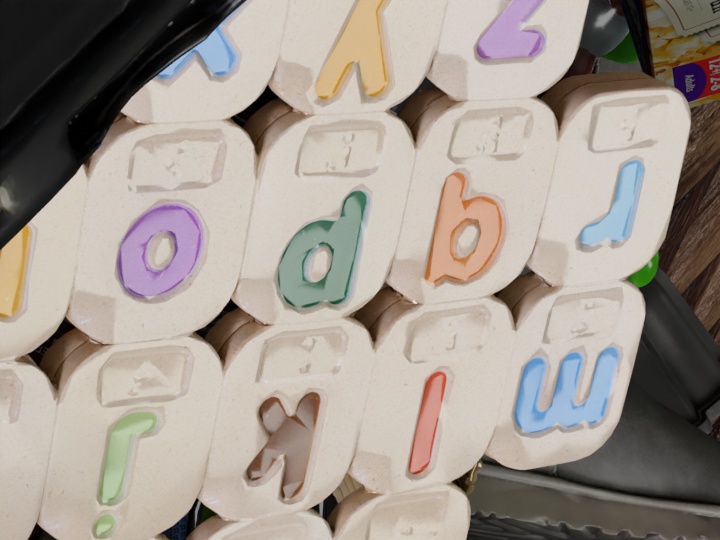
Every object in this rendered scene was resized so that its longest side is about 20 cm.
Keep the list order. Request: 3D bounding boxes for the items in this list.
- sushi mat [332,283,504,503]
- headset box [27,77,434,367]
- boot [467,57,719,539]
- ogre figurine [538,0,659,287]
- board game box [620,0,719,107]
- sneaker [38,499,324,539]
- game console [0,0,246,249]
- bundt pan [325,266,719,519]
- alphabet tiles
[{"bbox_3d":[0.000,0.000,0.722,0.096,0.012,0.200,-63,-150,25],"label":"sushi mat"},{"bbox_3d":[-0.037,-0.045,0.632,0.200,0.075,0.149,-61,167,4],"label":"headset box"},{"bbox_3d":[0.078,-0.008,0.858,0.182,0.072,0.201,15,70,-37],"label":"boot"},{"bbox_3d":[0.068,-0.079,0.748,0.098,0.120,0.200,8,127,-39],"label":"ogre figurine"},{"bbox_3d":[0.064,-0.147,0.612,0.046,0.152,0.200,-16,158,3],"label":"board game box"},{"bbox_3d":[-0.060,0.107,0.806,0.078,0.089,0.200,-1,121,-41],"label":"sneaker"},{"bbox_3d":[-0.075,-0.073,0.402,0.200,0.176,0.117,-49,125,-38],"label":"game console"},{"bbox_3d":[0.038,0.053,0.982,0.202,0.076,0.202,-28,-172,4],"label":"bundt pan"},{"bbox_3d":[-0.015,0.008,0.567,0.200,0.015,0.196,-7,119,-35],"label":"alphabet tiles"}]
